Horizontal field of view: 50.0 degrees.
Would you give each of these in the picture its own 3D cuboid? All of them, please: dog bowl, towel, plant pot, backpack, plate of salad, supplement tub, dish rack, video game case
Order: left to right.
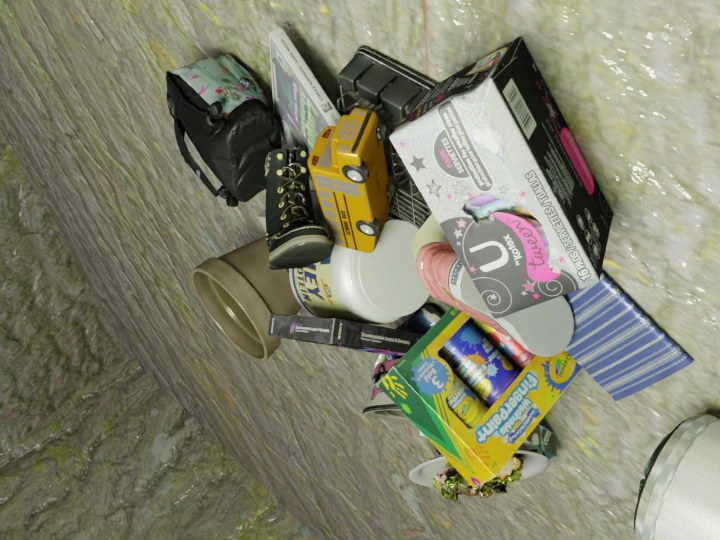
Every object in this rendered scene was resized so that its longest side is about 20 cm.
[{"bbox_3d":[-0.196,-0.216,1.109,0.200,0.125,0.169,47,147,31],"label":"backpack"},{"bbox_3d":[-0.172,0.029,1.367,0.199,0.173,0.202,38,152,24],"label":"plant pot"},{"bbox_3d":[-0.065,-0.183,1.004,0.184,0.023,0.201,57,165,16],"label":"video game case"},{"bbox_3d":[0.000,0.000,1.075,0.146,0.145,0.199,57,154,-16],"label":"supplement tub"},{"bbox_3d":[0.042,-0.146,0.917,0.153,0.054,0.202,37,154,30],"label":"dish rack"},{"bbox_3d":[0.102,0.177,1.125,0.195,0.076,0.200,3,164,1],"label":"dog bowl"},{"bbox_3d":[0.164,0.285,1.065,0.201,0.195,0.049,104,164,-60],"label":"plate of salad"},{"bbox_3d":[0.258,0.052,0.870,0.200,0.024,0.145,46,152,7],"label":"towel"}]

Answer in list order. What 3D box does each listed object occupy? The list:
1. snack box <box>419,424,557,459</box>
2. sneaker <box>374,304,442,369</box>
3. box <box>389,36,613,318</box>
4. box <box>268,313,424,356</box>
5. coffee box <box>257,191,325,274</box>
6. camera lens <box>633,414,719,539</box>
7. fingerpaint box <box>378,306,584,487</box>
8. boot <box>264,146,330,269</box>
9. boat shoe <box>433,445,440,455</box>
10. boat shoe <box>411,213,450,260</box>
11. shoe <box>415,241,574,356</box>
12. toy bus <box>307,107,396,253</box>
[{"bbox_3d":[0.178,0.225,1.053,0.114,0.038,0.199,-17,147,31],"label":"snack box"},{"bbox_3d":[0.080,0.115,1.180,0.076,0.077,0.200,48,152,7],"label":"sneaker"},{"bbox_3d":[0.134,-0.083,0.713,0.113,0.133,0.202,-23,108,34],"label":"box"},{"bbox_3d":[-0.010,0.092,1.072,0.198,0.037,0.141,16,169,-40],"label":"box"},{"bbox_3d":[-0.066,-0.021,1.231,0.112,0.080,0.202,12,135,51],"label":"coffee box"},{"bbox_3d":[0.384,0.250,0.758,0.198,0.160,0.162,25,146,42],"label":"camera lens"},{"bbox_3d":[0.150,0.123,0.928,0.167,0.199,0.074,46,153,9],"label":"fingerpaint box"},{"bbox_3d":[-0.087,-0.085,0.983,0.203,0.072,0.158,158,109,-75],"label":"boot"},{"bbox_3d":[0.156,0.275,1.192,0.200,0.071,0.064,35,-137,-65],"label":"boat shoe"},{"bbox_3d":[0.133,-0.066,0.867,0.074,0.063,0.201,57,142,9],"label":"boat shoe"},{"bbox_3d":[0.149,0.028,0.853,0.198,0.072,0.091,29,179,-34],"label":"shoe"},{"bbox_3d":[-0.008,-0.100,0.885,0.077,0.066,0.201,16,155,17],"label":"toy bus"}]
